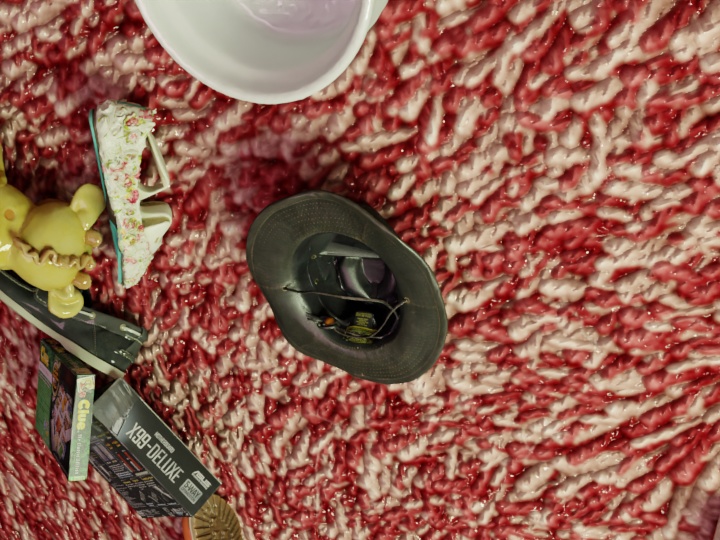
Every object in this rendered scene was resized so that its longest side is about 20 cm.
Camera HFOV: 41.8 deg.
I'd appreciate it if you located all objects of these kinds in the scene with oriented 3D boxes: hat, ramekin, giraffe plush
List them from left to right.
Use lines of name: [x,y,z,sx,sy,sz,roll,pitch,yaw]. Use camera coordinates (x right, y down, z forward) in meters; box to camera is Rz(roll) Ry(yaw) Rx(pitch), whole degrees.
giraffe plush: [-0.334,-0.043,0.916,0.159,0.202,0.174,11,127,-18]
ramekin: [-0.065,-0.234,0.683,0.197,0.098,0.203,13,125,19]
hat: [0.000,0.000,0.818,0.198,0.081,0.203,17,135,18]

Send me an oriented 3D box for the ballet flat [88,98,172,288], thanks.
ballet flat: [-0.209,-0.067,0.885,0.063,0.076,0.202,-6,130,-10]

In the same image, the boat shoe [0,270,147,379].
boat shoe: [-0.321,0.041,1.017,0.198,0.068,0.072,31,172,10]

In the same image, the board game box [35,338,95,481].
board game box: [-0.316,0.141,0.999,0.199,0.023,0.107,15,103,61]

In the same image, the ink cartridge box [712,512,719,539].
ink cartridge box: [0.403,0.299,0.815,0.197,0.085,0.148,10,125,17]

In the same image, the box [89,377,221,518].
box: [-0.253,0.203,1.045,0.158,0.050,0.199,49,150,-9]

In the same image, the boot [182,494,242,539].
boot: [-0.195,0.348,1.144,0.106,0.075,0.203,7,124,27]
